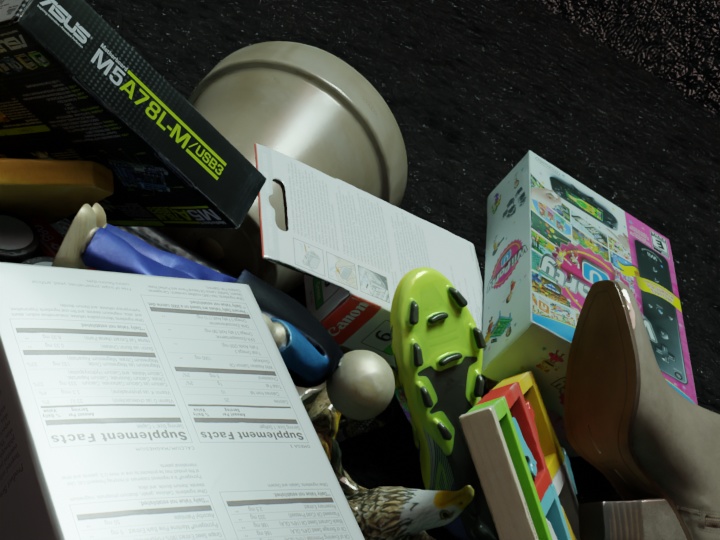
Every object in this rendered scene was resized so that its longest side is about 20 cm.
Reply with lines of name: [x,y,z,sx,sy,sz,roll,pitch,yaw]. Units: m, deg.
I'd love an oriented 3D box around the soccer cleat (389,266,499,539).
soccer cleat: [0.051,0.092,0.841,0.064,0.201,0.084,-27,19,-26]

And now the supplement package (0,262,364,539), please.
supplement package: [-0.109,0.125,0.572,0.150,0.152,0.201,6,45,-41]

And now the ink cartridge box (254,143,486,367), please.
ink cartridge box: [0.000,0.000,0.877,0.199,0.050,0.109,23,40,-30]

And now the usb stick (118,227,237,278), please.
usb stick: [-0.121,0.017,0.950,0.199,0.056,0.033,30,32,3]

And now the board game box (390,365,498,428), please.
board game box: [0.085,0.079,0.973,0.159,0.039,0.200,58,24,-2]

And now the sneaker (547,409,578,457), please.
sneaker: [0.179,0.095,0.969,0.200,0.104,0.076,34,48,-59]

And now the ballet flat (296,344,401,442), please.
ballet flat: [-0.015,0.085,0.909,0.072,0.072,0.200,35,24,19]

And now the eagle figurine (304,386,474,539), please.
eagle figurine: [0.020,0.167,0.743,0.152,0.151,0.201,-38,101,-24]

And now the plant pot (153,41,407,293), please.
plant pot: [-0.082,-0.058,1.016,0.199,0.201,0.174,29,39,4]

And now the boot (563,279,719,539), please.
boot: [0.209,0.111,0.821,0.145,0.201,0.070,5,-3,-26]

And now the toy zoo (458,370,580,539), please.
toy zoo: [0.107,0.133,0.771,0.200,0.020,0.132,-12,83,-75]

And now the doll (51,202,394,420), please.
doll: [-0.069,0.024,0.714,0.199,0.049,0.136,27,2,-4]

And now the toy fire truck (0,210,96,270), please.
toy fire truck: [-0.146,0.040,0.828,0.176,0.129,0.199,39,36,25]

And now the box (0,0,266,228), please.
box: [-0.188,-0.099,0.810,0.199,0.048,0.193,2,-31,47]

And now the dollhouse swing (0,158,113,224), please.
dollhouse swing: [-0.276,-0.104,0.788,0.175,0.183,0.200,-19,2,-31]

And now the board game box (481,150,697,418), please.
board game box: [0.164,0.023,0.927,0.147,0.064,0.201,29,37,-17]
